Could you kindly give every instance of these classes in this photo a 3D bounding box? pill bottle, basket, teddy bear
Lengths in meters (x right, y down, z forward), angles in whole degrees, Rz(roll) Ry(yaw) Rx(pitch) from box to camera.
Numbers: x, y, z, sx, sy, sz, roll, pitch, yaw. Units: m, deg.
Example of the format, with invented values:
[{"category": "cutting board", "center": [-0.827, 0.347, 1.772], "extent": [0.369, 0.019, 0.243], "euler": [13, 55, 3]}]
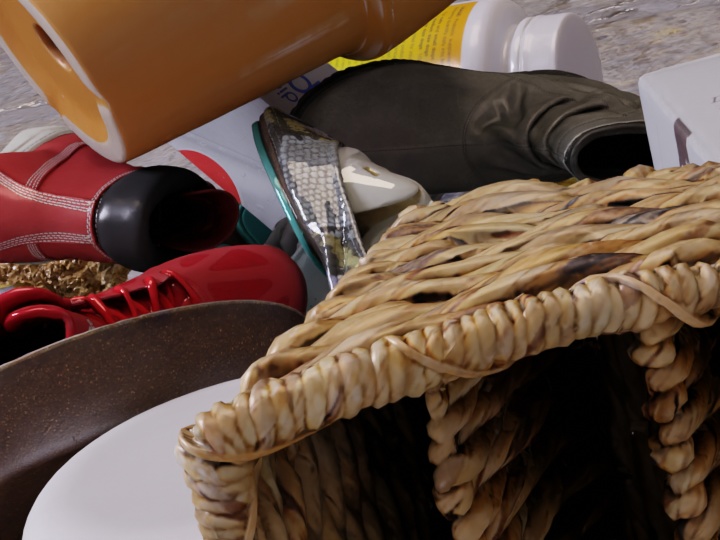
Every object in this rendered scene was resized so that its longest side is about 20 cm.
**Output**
[{"category": "pill bottle", "center": [0.044, -0.108, 1.193], "extent": [0.199, 0.110, 0.109], "euler": [-5, 21, 28]}, {"category": "basket", "center": [0.067, 0.089, 0.453], "extent": [0.142, 0.201, 0.149], "euler": [-5, 18, 23]}, {"category": "teddy bear", "center": [-0.215, 0.024, 1.106], "extent": [0.200, 0.067, 0.145], "euler": [-31, 14, -25]}]

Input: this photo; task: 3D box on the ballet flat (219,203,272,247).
[{"category": "ballet flat", "center": [-0.069, 0.004, 1.040], "extent": [0.067, 0.067, 0.200], "euler": [-38, 1, 41]}]

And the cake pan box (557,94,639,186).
[{"category": "cake pan box", "center": [0.223, -0.073, 1.047], "extent": [0.200, 0.052, 0.184], "euler": [-27, 24, -31]}]

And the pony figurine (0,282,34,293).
[{"category": "pony figurine", "center": [-0.257, 0.048, 0.947], "extent": [0.199, 0.167, 0.193], "euler": [-4, 3, 8]}]

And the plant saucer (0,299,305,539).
[{"category": "plant saucer", "center": [-0.106, 0.074, 0.758], "extent": [0.200, 0.035, 0.200], "euler": [-22, -19, -8]}]

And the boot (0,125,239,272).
[{"category": "boot", "center": [-0.119, -0.032, 0.979], "extent": [0.144, 0.073, 0.200], "euler": [3, 8, 12]}]

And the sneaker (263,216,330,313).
[{"category": "sneaker", "center": [0.000, 0.000, 0.943], "extent": [0.200, 0.089, 0.075], "euler": [-23, 18, -24]}]

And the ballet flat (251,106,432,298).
[{"category": "ballet flat", "center": [0.008, -0.001, 0.852], "extent": [0.072, 0.072, 0.201], "euler": [-16, 55, -4]}]

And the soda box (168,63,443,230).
[{"category": "soda box", "center": [-0.051, -0.081, 1.029], "extent": [0.063, 0.200, 0.068], "euler": [-42, -10, -49]}]

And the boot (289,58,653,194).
[{"category": "boot", "center": [0.073, -0.066, 0.932], "extent": [0.199, 0.068, 0.131], "euler": [-9, 14, -27]}]

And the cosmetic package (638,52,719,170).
[{"category": "cosmetic package", "center": [0.202, 0.011, 0.631], "extent": [0.165, 0.165, 0.200], "euler": [-15, 17, 2]}]

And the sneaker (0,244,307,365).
[{"category": "sneaker", "center": [-0.096, 0.035, 0.801], "extent": [0.200, 0.078, 0.116], "euler": [-30, -6, -23]}]

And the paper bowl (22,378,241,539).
[{"category": "paper bowl", "center": [-0.033, 0.105, 0.640], "extent": [0.200, 0.105, 0.201], "euler": [-14, 19, 5]}]

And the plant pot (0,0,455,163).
[{"category": "plant pot", "center": [-0.080, -0.153, 0.906], "extent": [0.183, 0.200, 0.200], "euler": [-41, 25, -14]}]
